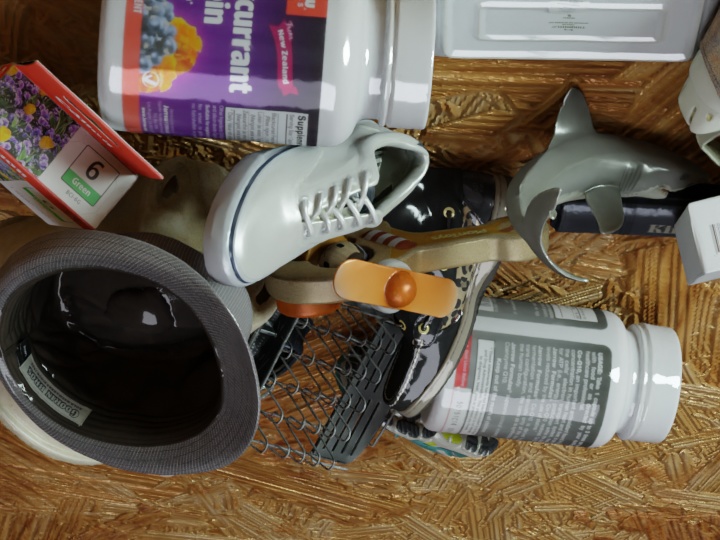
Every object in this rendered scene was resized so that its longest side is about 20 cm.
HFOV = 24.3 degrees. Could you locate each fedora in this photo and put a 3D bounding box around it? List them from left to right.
[{"bbox_3d":[-0.139,0.038,1.074,0.198,0.090,0.178,-4,118,24],"label":"fedora"}]

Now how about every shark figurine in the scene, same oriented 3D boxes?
[{"bbox_3d":[0.137,-0.073,1.123,0.127,0.214,0.090,19,118,30],"label":"shark figurine"}]

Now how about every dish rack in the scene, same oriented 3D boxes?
[{"bbox_3d":[-0.036,0.094,1.349,0.199,0.055,0.154,19,105,-40],"label":"dish rack"}]

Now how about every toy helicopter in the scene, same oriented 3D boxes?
[{"bbox_3d":[0.034,-0.009,1.118,0.198,0.132,0.080,-9,109,-9],"label":"toy helicopter"}]

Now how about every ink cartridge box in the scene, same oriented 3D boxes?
[{"bbox_3d":[-0.204,-0.078,1.072,0.109,0.050,0.200,43,168,-19],"label":"ink cartridge box"}]

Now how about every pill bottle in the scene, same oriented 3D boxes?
[{"bbox_3d":[-0.056,-0.134,1.022,0.198,0.112,0.112,4,150,-2],"label":"pill bottle"},{"bbox_3d":[0.154,0.085,1.372,0.198,0.115,0.114,7,150,-6],"label":"pill bottle"}]

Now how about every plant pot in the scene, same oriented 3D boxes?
[{"bbox_3d":[-0.162,0.014,1.215,0.183,0.202,0.200,-30,137,34],"label":"plant pot"}]

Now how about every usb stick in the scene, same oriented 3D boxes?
[{"bbox_3d":[0.237,-0.043,1.228,0.198,0.033,0.056,3,149,0],"label":"usb stick"}]

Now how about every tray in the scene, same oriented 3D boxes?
[{"bbox_3d":[0.132,-0.162,1.048,0.198,0.022,0.108,1,149,3],"label":"tray"}]

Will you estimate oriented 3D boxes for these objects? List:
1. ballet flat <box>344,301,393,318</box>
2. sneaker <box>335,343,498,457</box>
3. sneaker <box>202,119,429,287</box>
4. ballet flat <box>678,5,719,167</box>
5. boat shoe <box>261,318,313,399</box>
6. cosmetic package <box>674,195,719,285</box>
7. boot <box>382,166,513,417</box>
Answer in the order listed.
[{"bbox_3d":[0.000,0.000,1.284,0.198,0.067,0.057,12,-175,-11],"label":"ballet flat"},{"bbox_3d":[0.042,0.127,1.499,0.079,0.078,0.199,-12,148,40],"label":"sneaker"},{"bbox_3d":[-0.024,-0.049,1.046,0.070,0.200,0.074,7,120,30],"label":"sneaker"},{"bbox_3d":[0.244,-0.102,1.077,0.067,0.069,0.200,-22,146,17],"label":"ballet flat"},{"bbox_3d":[-0.103,0.080,1.438,0.074,0.062,0.199,24,143,-28],"label":"boat shoe"},{"bbox_3d":[0.316,-0.038,1.121,0.198,0.052,0.151,-13,173,6],"label":"cosmetic package"},{"bbox_3d":[0.016,0.002,1.229,0.149,0.073,0.201,17,115,-16],"label":"boot"}]
